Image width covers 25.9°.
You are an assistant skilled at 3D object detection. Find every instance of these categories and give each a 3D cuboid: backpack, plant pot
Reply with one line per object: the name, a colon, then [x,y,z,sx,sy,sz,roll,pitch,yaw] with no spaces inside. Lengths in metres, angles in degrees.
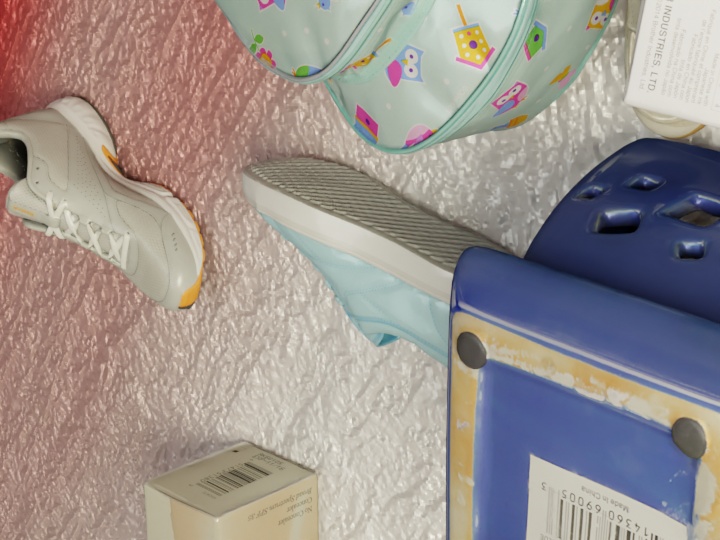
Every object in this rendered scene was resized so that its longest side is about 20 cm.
backpack: [0.022,-0.160,0.765,0.200,0.153,0.176,49,128,16]
plant pot: [0.146,0.075,0.676,0.199,0.179,0.202,21,120,40]

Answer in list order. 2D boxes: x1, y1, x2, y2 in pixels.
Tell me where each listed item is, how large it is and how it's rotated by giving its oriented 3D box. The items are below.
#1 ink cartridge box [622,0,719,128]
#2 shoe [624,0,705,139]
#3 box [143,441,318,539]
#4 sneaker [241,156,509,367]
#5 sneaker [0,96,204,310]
ink cartridge box: [0.213,-0.103,0.630,0.198,0.042,0.120,19,118,22]
shoe: [0.148,-0.153,0.700,0.070,0.053,0.202,29,123,37]
box: [-0.083,0.229,1.044,0.077,0.095,0.202,16,116,42]
sneaker: [0.000,0.000,0.894,0.199,0.074,0.083,31,121,37]
sneaker: [-0.188,-0.037,1.067,0.200,0.092,0.076,44,131,28]
